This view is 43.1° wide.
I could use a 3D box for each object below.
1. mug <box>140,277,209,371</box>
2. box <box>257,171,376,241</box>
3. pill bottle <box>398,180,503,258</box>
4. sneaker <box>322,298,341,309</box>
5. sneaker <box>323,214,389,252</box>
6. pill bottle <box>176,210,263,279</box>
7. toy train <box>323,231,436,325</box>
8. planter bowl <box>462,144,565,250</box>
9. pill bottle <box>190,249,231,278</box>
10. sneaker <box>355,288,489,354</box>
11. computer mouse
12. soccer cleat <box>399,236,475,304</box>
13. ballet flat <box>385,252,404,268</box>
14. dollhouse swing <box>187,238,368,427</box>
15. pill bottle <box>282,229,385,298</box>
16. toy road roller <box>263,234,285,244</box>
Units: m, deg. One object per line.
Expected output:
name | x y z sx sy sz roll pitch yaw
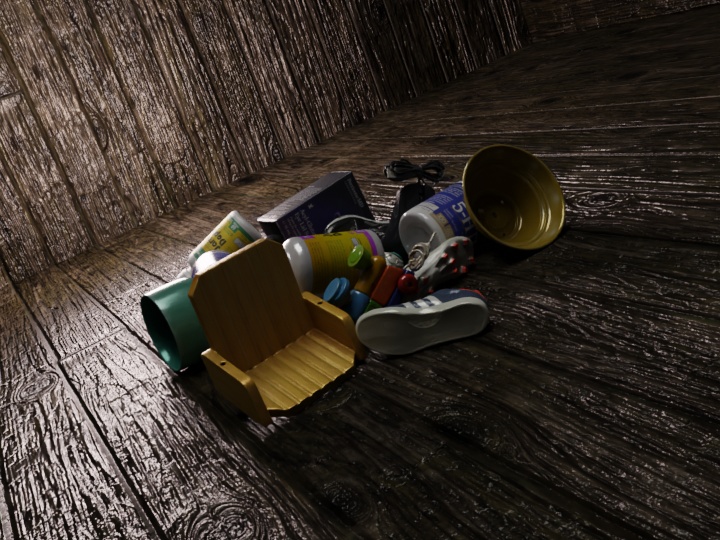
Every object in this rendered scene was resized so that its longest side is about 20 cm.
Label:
mug | -0.322 0.090 1.670 0.114 0.153 0.184 -26 16 -27
box | -0.082 -0.091 1.850 0.199 0.149 0.104 -36 19 -20
pill bottle | 0.178 -0.095 1.670 0.199 0.121 0.119 -32 19 -30
sneaker | -0.095 0.065 1.544 0.199 0.100 0.070 -9 22 40
sneaker | 0.025 -0.067 1.778 0.198 0.077 0.087 -4 13 -33
pill bottle | -0.312 -0.027 2.036 0.200 0.113 0.113 -45 17 -1
toy train | 0.030 -0.004 1.440 0.201 0.115 0.084 -61 27 -9
planter bowl | 0.250 -0.111 1.588 0.200 0.201 0.083 -31 -9 -30
pill bottle | -0.288 0.029 1.889 0.115 0.117 0.200 -24 16 -9
sneaker | 0.093 0.070 1.345 0.198 0.076 0.085 -7 20 13
computer mouse | 0.098 -0.104 1.709 0.137 0.202 0.053 -3 22 -32
soccer cleat | 0.119 0.000 1.539 0.077 0.070 0.200 0 30 47
ballet flat | 0.000 0.000 1.711 0.072 0.072 0.199 -32 17 -33
dollhouse swing | -0.123 0.077 1.327 0.199 0.177 0.181 -30 35 -30
pill bottle | -0.065 -0.007 1.494 0.198 0.106 0.104 -7 8 -27
toy road roller | -0.160 0.044 1.724 0.201 0.145 0.123 -57 9 14
